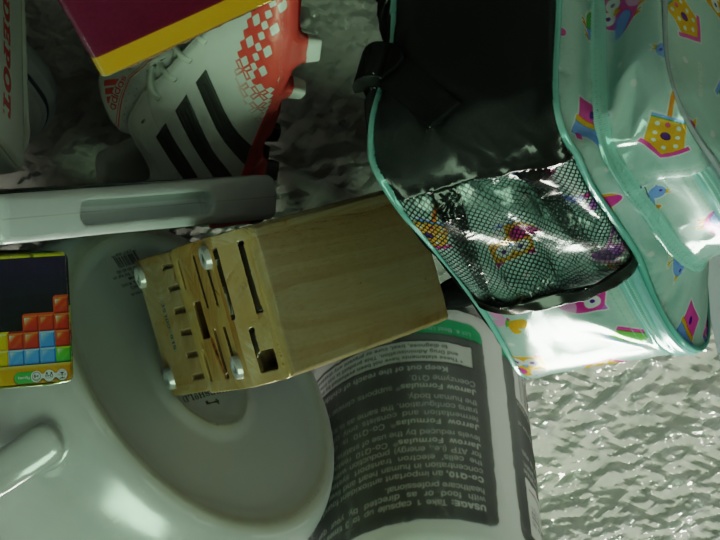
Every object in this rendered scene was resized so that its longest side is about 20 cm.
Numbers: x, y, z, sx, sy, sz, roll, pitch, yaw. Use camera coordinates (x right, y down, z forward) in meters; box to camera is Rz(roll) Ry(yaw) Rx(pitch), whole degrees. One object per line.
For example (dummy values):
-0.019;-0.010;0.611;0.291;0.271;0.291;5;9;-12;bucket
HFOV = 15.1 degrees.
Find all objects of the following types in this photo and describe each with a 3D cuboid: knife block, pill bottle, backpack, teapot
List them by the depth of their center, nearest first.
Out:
0.093;-0.055;1.128;0.153;0.176;0.200;-10;140;12;backpack
0.000;0.000;1.171;0.175;0.064;0.200;-17;-179;-18;knife block
-0.121;0.085;1.248;0.200;0.198;0.146;34;125;-29;teapot
0.030;0.124;1.291;0.113;0.200;0.113;-2;136;-1;pill bottle

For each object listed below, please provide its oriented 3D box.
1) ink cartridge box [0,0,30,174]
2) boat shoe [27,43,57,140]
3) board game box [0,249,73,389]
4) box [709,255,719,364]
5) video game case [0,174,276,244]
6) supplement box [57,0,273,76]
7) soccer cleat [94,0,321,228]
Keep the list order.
-0.196;-0.135;1.010;0.084;0.146;0.200;-9;153;10;ink cartridge box
-0.221;-0.089;1.149;0.200;0.067;0.074;24;130;-26;boat shoe
-0.232;0.021;1.113;0.165;0.057;0.200;-3;-178;-29;board game box
0.252;0.056;1.267;0.200;0.156;0.041;25;128;-27;box
-0.167;-0.022;1.129;0.200;0.022;0.182;-2;-177;33;video game case
-0.108;-0.188;1.013;0.086;0.110;0.200;-24;134;3;supplement box
-0.067;-0.090;1.157;0.085;0.069;0.200;7;142;-10;soccer cleat
